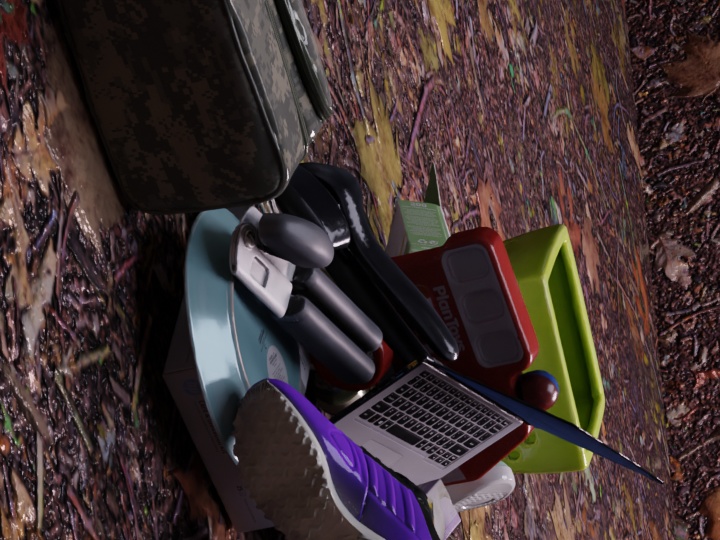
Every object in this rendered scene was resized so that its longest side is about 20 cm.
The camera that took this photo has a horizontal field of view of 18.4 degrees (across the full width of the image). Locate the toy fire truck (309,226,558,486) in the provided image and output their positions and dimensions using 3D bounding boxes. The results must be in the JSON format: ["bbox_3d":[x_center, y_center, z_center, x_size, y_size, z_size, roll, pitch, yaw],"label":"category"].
[{"bbox_3d":[0.066,0.075,1.769,0.112,0.167,0.201,-44,116,-58],"label":"toy fire truck"}]

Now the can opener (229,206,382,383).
[{"bbox_3d":[-0.029,0.020,1.593,0.200,0.066,0.054,45,51,-48],"label":"can opener"}]

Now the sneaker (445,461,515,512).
[{"bbox_3d":[0.063,0.156,1.949,0.200,0.073,0.119,-24,-107,61],"label":"sneaker"}]

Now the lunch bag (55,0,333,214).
[{"bbox_3d":[-0.103,-0.163,1.532,0.168,0.138,0.201,-62,139,-54],"label":"lunch bag"}]

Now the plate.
[{"bbox_3d":[-0.076,0.050,1.587,0.200,0.025,0.202,-13,90,-75],"label":"plate"}]

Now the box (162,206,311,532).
[{"bbox_3d":[-0.088,0.068,1.654,0.201,0.041,0.157,-79,153,-52],"label":"box"}]

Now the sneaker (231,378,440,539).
[{"bbox_3d":[-0.006,0.155,1.526,0.201,0.069,0.099,54,32,6],"label":"sneaker"}]

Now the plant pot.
[{"bbox_3d":[0.125,0.085,2.157,0.200,0.180,0.200,-52,129,-70],"label":"plant pot"}]

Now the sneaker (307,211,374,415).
[{"bbox_3d":[-0.023,0.014,1.871,0.090,0.067,0.202,58,29,-66],"label":"sneaker"}]

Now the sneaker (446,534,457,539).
[{"bbox_3d":[0.021,0.219,1.726,0.199,0.075,0.071,25,85,-33],"label":"sneaker"}]

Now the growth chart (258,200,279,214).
[{"bbox_3d":[-0.073,-0.052,1.695,0.145,0.018,0.201,-99,168,-85],"label":"growth chart"}]

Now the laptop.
[{"bbox_3d":[0.087,0.144,1.640,0.187,0.199,0.116,34,25,-57],"label":"laptop"}]

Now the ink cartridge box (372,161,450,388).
[{"bbox_3d":[0.039,0.005,1.934,0.200,0.048,0.146,-102,-158,-63],"label":"ink cartridge box"}]

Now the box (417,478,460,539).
[{"bbox_3d":[0.015,0.210,1.591,0.039,0.041,0.200,62,31,-8],"label":"box"}]

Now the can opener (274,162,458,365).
[{"bbox_3d":[0.000,0.000,1.694,0.200,0.063,0.079,53,45,0],"label":"can opener"}]
